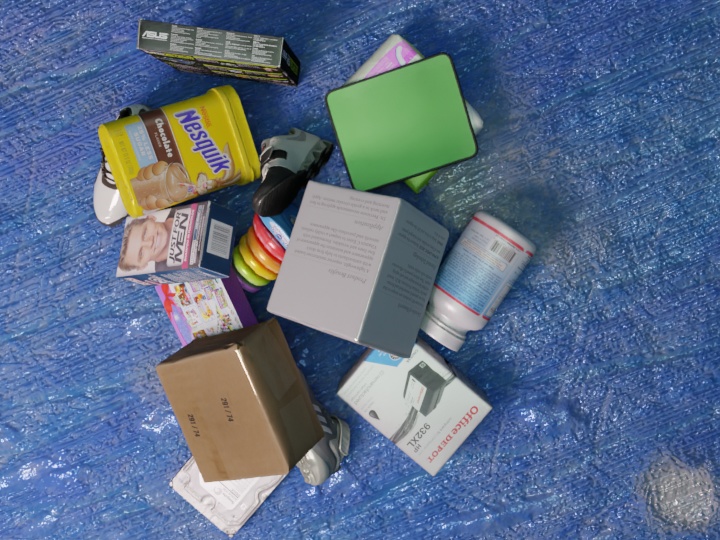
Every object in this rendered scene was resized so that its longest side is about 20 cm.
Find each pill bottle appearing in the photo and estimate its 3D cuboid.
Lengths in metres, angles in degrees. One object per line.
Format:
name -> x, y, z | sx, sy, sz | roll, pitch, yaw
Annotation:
pill bottle -> 0.170, 0.018, 1.132 | 0.108, 0.109, 0.201 | 34, 96, -1

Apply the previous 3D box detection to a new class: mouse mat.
mouse mat -> 0.060, -0.217, 1.100 | 0.199, 0.008, 0.162 | -17, 95, 6

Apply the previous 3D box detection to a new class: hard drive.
hard drive -> -0.197, 0.315, 1.209 | 0.140, 0.038, 0.200 | 41, 96, -1

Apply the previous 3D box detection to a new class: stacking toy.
stacking toy -> -0.167, -0.011, 1.159 | 0.200, 0.110, 0.116 | -40, 90, 20

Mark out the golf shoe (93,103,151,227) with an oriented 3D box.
golf shoe -> -0.376, -0.165, 1.143 | 0.077, 0.094, 0.201 | 20, 96, 7

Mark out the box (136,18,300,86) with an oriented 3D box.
box -> -0.196, -0.311, 1.075 | 0.198, 0.193, 0.048 | 8, 94, 2

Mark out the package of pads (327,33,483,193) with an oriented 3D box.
package of pads -> 0.072, -0.240, 1.134 | 0.154, 0.068, 0.200 | -44, 93, 6

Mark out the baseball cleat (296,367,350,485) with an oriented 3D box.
baseball cleat -> -0.074, 0.231, 1.168 | 0.069, 0.106, 0.202 | 5, 110, 43

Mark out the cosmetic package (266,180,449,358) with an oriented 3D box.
cosmetic package -> 0.000, 0.000, 1.067 | 0.164, 0.165, 0.201 | 16, 86, 33

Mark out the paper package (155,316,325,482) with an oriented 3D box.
paper package -> -0.176, 0.191, 1.082 | 0.190, 0.103, 0.201 | -15, 102, 34

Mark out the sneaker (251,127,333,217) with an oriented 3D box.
sneaker -> -0.123, -0.151, 1.104 | 0.088, 0.200, 0.074 | 31, 131, 4

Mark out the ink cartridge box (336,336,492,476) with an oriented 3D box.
ink cartridge box -> 0.083, 0.195, 1.163 | 0.200, 0.084, 0.145 | 40, 94, -1

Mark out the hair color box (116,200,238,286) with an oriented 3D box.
hair color box -> -0.276, -0.037, 1.106 | 0.199, 0.060, 0.101 | -6, 71, 38

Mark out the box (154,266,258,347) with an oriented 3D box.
box -> -0.223, 0.090, 1.155 | 0.136, 0.039, 0.201 | -19, 99, 32

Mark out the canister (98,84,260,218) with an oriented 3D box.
canister -> -0.265, -0.174, 1.096 | 0.199, 0.086, 0.150 | -23, 105, -25
